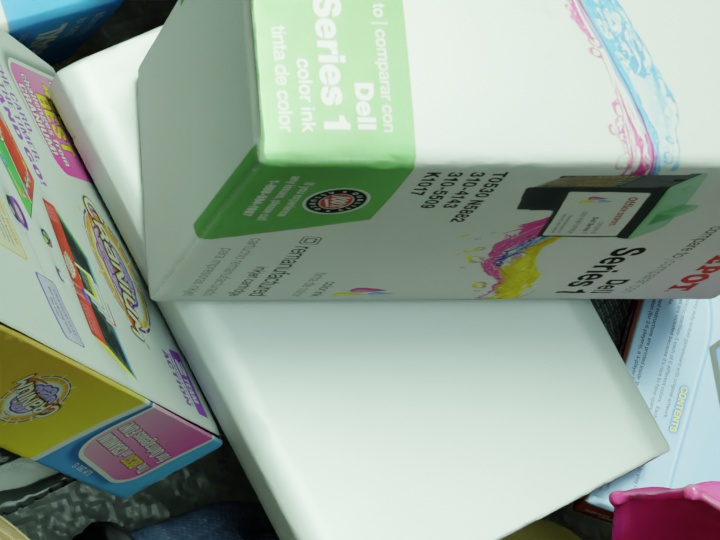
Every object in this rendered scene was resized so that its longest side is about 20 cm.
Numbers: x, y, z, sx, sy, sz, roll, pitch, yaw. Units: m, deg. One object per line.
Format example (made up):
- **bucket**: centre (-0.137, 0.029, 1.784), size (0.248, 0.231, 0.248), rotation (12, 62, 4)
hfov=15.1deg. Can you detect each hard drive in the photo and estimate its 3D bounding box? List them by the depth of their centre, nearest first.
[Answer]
- **hard drive**: centre (0.000, 0.000, 0.901), size (0.132, 0.026, 0.200), rotation (-25, 83, -22)

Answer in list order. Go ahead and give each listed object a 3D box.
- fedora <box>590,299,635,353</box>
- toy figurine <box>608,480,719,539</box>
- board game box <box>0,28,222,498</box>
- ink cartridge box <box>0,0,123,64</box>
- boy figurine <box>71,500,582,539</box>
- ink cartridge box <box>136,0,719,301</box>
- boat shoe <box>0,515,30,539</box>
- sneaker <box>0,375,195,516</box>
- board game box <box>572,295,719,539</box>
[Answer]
- **fedora**: centre (0.015, -0.032, 0.986), size (0.200, 0.090, 0.177), rotation (-6, 81, -21)
- **toy figurine**: centre (0.090, 0.151, 0.850), size (0.199, 0.150, 0.184), rotation (8, 51, -14)
- **board game box**: centre (-0.119, -0.020, 0.819), size (0.040, 0.200, 0.153), rotation (-29, 69, 8)
- **ink cartridge box**: centre (-0.201, -0.122, 0.918), size (0.200, 0.084, 0.146), rotation (-19, 88, -25)
- **boy figurine**: centre (-0.002, 0.110, 0.967), size (0.200, 0.064, 0.125), rotation (-5, 81, -24)
- **ink cartridge box**: centre (0.044, -0.048, 0.836), size (0.199, 0.145, 0.084), rotation (0, 74, -17)
- **boat shoe**: centre (-0.079, 0.154, 0.811), size (0.071, 0.065, 0.200), rotation (-33, 93, -26)
- **sneaker**: centre (-0.151, 0.049, 0.911), size (0.200, 0.074, 0.089), rotation (-23, 91, -25)
- **board game box**: centre (0.150, 0.005, 0.957), size (0.103, 0.019, 0.200), rotation (18, 74, -2)
